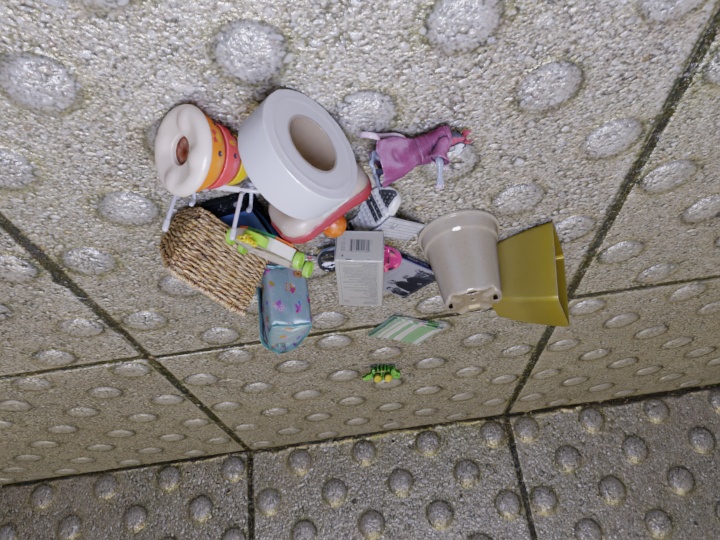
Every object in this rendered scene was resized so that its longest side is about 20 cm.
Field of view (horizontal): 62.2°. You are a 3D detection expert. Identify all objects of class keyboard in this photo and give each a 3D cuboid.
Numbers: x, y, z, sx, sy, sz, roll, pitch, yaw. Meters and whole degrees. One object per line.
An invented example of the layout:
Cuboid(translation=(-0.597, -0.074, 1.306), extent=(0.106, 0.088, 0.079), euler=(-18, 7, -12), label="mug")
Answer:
Cuboid(translation=(0.086, -0.090, 1.295), extent=(0.056, 0.011, 0.199), euler=(-35, 165, 22), label="keyboard")

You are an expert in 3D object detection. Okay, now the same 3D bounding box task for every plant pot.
Cuboid(translation=(0.412, 0.023, 1.489), extent=(0.174, 0.203, 0.200), euler=(-8, 153, 24), label="plant pot")
Cuboid(translation=(0.245, -0.009, 1.382), extent=(0.197, 0.186, 0.201), euler=(-6, 151, -3), label="plant pot")

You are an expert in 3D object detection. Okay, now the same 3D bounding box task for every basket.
Cuboid(translation=(-0.311, -0.014, 1.218), extent=(0.142, 0.151, 0.199), euler=(0, 153, 48), label="basket")

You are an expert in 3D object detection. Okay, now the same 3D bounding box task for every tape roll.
Cuboid(translation=(-0.097, -0.185, 0.961), extent=(0.070, 0.205, 0.201), euler=(-30, 144, 35), label="tape roll")

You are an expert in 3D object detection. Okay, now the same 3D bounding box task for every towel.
Cuboid(translation=(0.146, 0.191, 1.882), extent=(0.198, 0.024, 0.152), euler=(12, 146, -32), label="towel")

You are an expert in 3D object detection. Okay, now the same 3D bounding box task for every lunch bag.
Cuboid(translation=(-0.192, 0.099, 1.477), extent=(0.120, 0.173, 0.200), euler=(-2, 155, -16), label="lunch bag")

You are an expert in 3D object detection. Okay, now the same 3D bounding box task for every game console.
Cuboid(translation=(-0.216, -0.062, 1.241), extent=(0.173, 0.118, 0.201), euler=(-13, 150, 8), label="game console")

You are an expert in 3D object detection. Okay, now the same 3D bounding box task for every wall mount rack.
Cuboid(translation=(-0.265, -0.120, 1.063), extent=(0.197, 0.174, 0.076), euler=(6, 110, -1), label="wall mount rack")

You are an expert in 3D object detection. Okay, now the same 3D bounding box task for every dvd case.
Cuboid(translation=(0.098, 0.011, 1.547), extent=(0.199, 0.025, 0.150), euler=(21, 140, -40), label="dvd case")

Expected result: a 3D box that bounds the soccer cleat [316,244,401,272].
Cuboid(translation=(-0.004, -0.036, 1.388), extent=(0.197, 0.086, 0.071), euler=(-1, 109, -1), label="soccer cleat")

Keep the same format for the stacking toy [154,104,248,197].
Cuboid(translation=(-0.237, -0.196, 1.027), extent=(0.145, 0.148, 0.199), euler=(-30, 164, 35), label="stacking toy")

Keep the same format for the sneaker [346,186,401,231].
Cuboid(translation=(0.037, -0.113, 1.275), extent=(0.080, 0.076, 0.200), euler=(-6, 157, -32), label="sneaker")

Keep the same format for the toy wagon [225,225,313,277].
Cuboid(translation=(-0.173, -0.042, 1.108), extent=(0.153, 0.040, 0.200), euler=(20, 170, 13), label="toy wagon")

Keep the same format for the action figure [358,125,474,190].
Cuboid(translation=(0.109, -0.223, 1.090), extent=(0.198, 0.134, 0.150), euler=(-24, 107, 3), label="action figure")

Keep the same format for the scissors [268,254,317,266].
Cuboid(translation=(-0.132, -0.035, 1.417), extent=(0.197, 0.014, 0.073), euler=(-2, 150, -7), label="scissors")

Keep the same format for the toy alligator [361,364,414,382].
Cuboid(translation=(0.103, 0.365, 2.158), extent=(0.197, 0.059, 0.055), euler=(-2, 111, -11), label="toy alligator")

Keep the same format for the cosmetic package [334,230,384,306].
Cuboid(translation=(0.000, 0.000, 1.272), extent=(0.102, 0.074, 0.201), euler=(2, 151, 1), label="cosmetic package")

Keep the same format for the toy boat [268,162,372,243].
Cuboid(translation=(-0.064, -0.115, 1.118), extent=(0.199, 0.131, 0.131), euler=(-38, 137, -6), label="toy boat")
